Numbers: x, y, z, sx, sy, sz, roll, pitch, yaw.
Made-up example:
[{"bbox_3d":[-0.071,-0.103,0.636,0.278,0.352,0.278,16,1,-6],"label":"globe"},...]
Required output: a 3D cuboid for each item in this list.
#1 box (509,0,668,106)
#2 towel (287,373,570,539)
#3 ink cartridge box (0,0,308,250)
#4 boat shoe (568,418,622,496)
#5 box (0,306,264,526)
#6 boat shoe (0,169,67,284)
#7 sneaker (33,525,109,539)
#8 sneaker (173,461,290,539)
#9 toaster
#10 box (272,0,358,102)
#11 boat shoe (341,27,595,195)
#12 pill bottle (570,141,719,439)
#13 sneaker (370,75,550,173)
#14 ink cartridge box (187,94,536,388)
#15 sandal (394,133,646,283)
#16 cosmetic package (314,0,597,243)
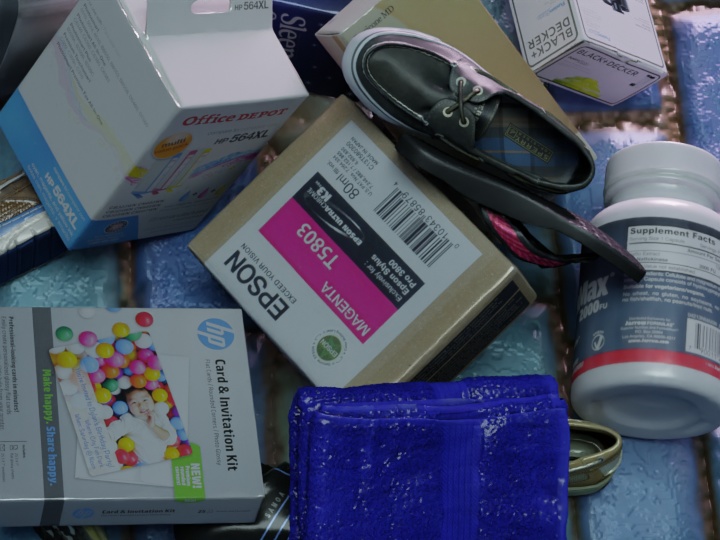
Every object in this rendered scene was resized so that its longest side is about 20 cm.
[{"bbox_3d":[0.167,-0.241,1.694,0.116,0.060,0.201,12,58,-46],"label":"box"},{"bbox_3d":[0.050,0.148,1.457,0.199,0.050,0.148,-1,91,-20],"label":"towel"},{"bbox_3d":[-0.146,-0.127,1.541,0.128,0.200,0.126,-12,65,-44],"label":"ink cartridge box"},{"bbox_3d":[0.091,0.128,1.542,0.199,0.076,0.072,-6,70,-7],"label":"boat shoe"},{"bbox_3d":[-0.174,0.100,1.475,0.199,0.041,0.156,2,55,-16],"label":"box"},{"bbox_3d":[-0.304,-0.016,1.568,0.199,0.072,0.072,-25,66,-27],"label":"boat shoe"},{"bbox_3d":[-0.211,0.116,1.519,0.088,0.077,0.200,-23,73,-25],"label":"sneaker"},{"bbox_3d":[-0.033,0.175,1.512,0.199,0.070,0.078,0,71,-7],"label":"sneaker"},{"bbox_3d":[-0.251,-0.203,1.601,0.129,0.200,0.114,-16,69,-32],"label":"toaster"},{"bbox_3d":[-0.056,-0.184,1.638,0.199,0.121,0.033,11,64,-2],"label":"box"},{"bbox_3d":[0.081,-0.113,1.504,0.199,0.057,0.069,27,89,-18],"label":"boat shoe"},{"bbox_3d":[0.221,0.013,1.587,0.119,0.120,0.201,8,65,-3],"label":"pill bottle"},{"bbox_3d":[0.054,-0.122,1.652,0.200,0.070,0.090,-34,77,-17],"label":"sneaker"},{"bbox_3d":[0.000,0.000,1.541,0.165,0.075,0.200,-44,66,-1],"label":"ink cartridge box"},{"bbox_3d":[0.109,-0.035,1.516,0.199,0.075,0.045,26,97,-5],"label":"sandal"},{"bbox_3d":[0.071,-0.128,1.568,0.105,0.071,0.200,-43,106,-8],"label":"cosmetic package"}]
